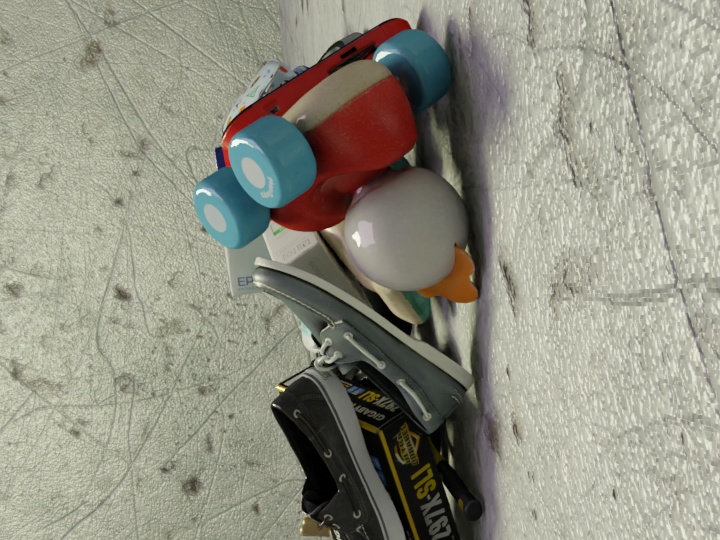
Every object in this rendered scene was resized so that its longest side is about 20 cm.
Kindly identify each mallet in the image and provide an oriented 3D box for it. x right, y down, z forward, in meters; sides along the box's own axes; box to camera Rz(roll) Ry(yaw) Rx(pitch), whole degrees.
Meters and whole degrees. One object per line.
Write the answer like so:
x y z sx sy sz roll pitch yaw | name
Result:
0.073 0.186 0.970 0.200 0.041 0.066 -122 27 -67 | mallet

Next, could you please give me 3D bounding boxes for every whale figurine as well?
0.021 -0.043 0.967 0.159 0.104 0.200 53 -177 -44 | whale figurine

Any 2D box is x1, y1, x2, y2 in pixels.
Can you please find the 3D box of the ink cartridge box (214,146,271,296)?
-0.084 -0.073 1.397 0.041 0.199 0.200 -113 16 -66 | ink cartridge box

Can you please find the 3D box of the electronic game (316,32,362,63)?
-0.042 -0.193 1.279 0.200 0.042 0.200 -53 23 34 | electronic game

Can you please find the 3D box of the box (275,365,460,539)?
0.013 0.195 0.958 0.160 0.049 0.200 12 127 51 | box

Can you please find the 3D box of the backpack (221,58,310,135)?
-0.105 -0.192 1.465 0.191 0.154 0.200 -61 11 7 | backpack

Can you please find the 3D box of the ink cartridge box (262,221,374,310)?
-0.048 -0.010 1.032 0.109 0.050 0.200 54 -178 -26 | ink cartridge box

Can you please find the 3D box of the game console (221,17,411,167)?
-0.037 -0.139 0.974 0.031 0.200 0.177 54 167 10 | game console

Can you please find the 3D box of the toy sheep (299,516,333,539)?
-0.009 0.282 1.376 0.138 0.138 0.200 176 97 -84 | toy sheep

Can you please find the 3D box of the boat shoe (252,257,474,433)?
-0.006 0.059 0.835 0.062 0.200 0.073 -59 10 -6 | boat shoe

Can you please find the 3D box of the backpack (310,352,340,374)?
-0.007 0.171 1.270 0.200 0.127 0.167 -167 80 -83 | backpack

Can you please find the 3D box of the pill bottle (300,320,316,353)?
-0.027 0.000 1.350 0.111 0.111 0.200 -116 20 -73 | pill bottle

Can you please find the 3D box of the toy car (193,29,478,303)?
0.011 -0.045 0.822 0.200 0.184 0.177 53 148 0 | toy car

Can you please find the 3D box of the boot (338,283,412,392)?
0.029 0.067 1.032 0.198 0.073 0.163 128 159 -55 | boot

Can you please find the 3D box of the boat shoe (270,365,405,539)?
-0.022 0.179 0.878 0.070 0.066 0.200 13 126 53 | boat shoe
